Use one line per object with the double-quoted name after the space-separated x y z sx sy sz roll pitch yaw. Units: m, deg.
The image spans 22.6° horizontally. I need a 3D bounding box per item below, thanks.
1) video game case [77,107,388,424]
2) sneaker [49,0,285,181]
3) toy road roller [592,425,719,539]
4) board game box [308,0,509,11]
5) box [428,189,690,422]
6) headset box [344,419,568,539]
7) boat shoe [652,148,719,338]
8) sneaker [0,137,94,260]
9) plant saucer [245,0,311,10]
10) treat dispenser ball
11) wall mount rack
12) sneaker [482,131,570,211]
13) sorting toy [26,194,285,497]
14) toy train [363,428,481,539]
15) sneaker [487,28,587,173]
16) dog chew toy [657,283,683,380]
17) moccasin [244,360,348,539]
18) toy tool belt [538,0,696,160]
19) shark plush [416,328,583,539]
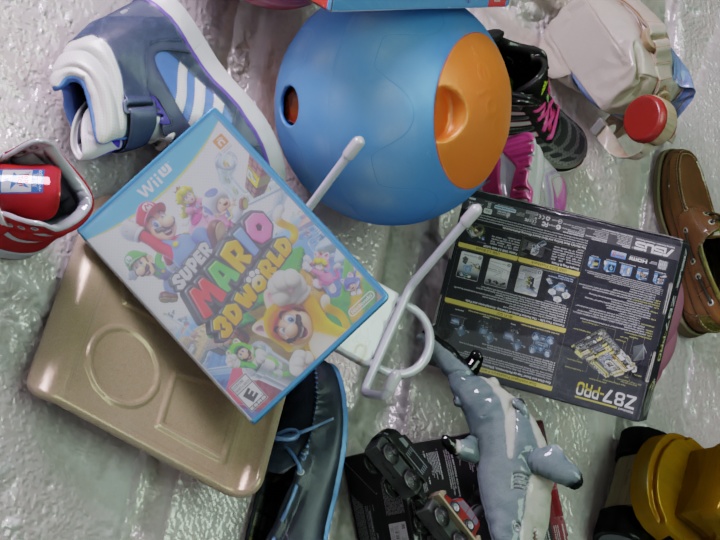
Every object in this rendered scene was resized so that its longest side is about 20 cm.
-0.096 -0.005 1.373 0.143 0.018 0.200 -43 86 -7 "video game case"
-0.162 -0.108 1.428 0.146 0.080 0.200 -43 110 -31 "sneaker"
0.326 0.233 1.698 0.200 0.146 0.123 38 56 -26 "toy road roller"
-0.007 -0.269 1.461 0.199 0.196 0.056 -9 121 -42 "board game box"
0.169 0.029 1.563 0.049 0.199 0.162 12 91 -72 "box"
0.094 0.215 1.550 0.199 0.077 0.150 -6 81 -42 "headset box"
0.352 -0.034 1.850 0.072 0.068 0.201 1 76 -39 "boat shoe"
-0.285 -0.055 1.275 0.199 0.112 0.072 8 72 -39 "sneaker"
-0.093 -0.318 1.560 0.200 0.051 0.202 12 71 -38 "plant saucer"
0.027 -0.138 1.510 0.200 0.200 0.202 13 69 -38 "treat dispenser ball"
0.000 0.000 1.439 0.199 0.074 0.174 29 78 -21 "wall mount rack"
0.155 -0.024 1.669 0.088 0.081 0.201 30 64 -34 "sneaker"
-0.148 0.060 1.401 0.199 0.036 0.186 29 54 -22 "sorting toy"
0.072 0.206 1.463 0.200 0.034 0.046 52 39 -15 "toy train"
0.156 -0.161 1.704 0.200 0.087 0.074 37 56 -27 "sneaker"
0.240 0.052 1.672 0.200 0.124 0.125 68 33 -56 "dog chew toy"
-0.056 0.161 1.434 0.068 0.080 0.201 17 64 -26 "moccasin"
0.272 -0.185 1.770 0.123 0.125 0.200 16 33 -44 "toy tool belt"
0.106 0.135 1.486 0.083 0.091 0.201 -22 87 -25 "shark plush"
